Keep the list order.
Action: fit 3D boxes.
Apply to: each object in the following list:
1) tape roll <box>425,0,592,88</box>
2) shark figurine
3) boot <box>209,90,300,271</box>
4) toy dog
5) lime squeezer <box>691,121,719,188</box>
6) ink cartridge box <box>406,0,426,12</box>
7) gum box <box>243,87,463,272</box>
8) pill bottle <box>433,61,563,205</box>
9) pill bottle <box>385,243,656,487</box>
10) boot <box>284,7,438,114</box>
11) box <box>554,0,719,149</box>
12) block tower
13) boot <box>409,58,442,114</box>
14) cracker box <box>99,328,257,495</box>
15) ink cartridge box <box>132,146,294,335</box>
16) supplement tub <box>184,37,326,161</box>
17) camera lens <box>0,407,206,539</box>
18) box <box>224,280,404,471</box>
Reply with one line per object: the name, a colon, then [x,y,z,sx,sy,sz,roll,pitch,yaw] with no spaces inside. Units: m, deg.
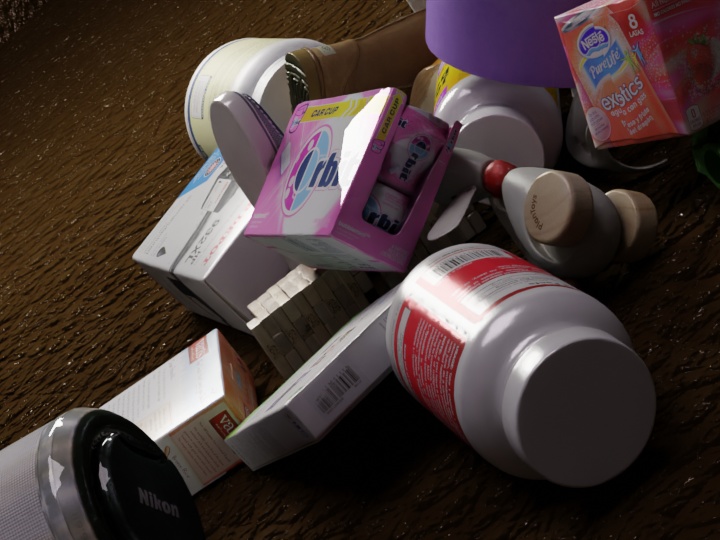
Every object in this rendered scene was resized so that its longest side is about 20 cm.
tape roll: [0.149,-0.215,1.409,0.198,0.086,0.200,1,27,-1]
shark figurine: [0.179,-0.134,1.419,0.128,0.090,0.215,-23,21,35]
boot: [-0.044,-0.078,1.488,0.090,0.201,0.073,-40,31,-20]
toy dog: [0.115,-0.024,1.268,0.200,0.131,0.097,-155,79,-73]
lime squeezer: [0.261,-0.079,1.250,0.070,0.038,0.200,3,30,10]
ink cartridge box: [0.101,-0.325,1.805,0.145,0.201,0.085,-26,22,25]
gum box: [-0.007,-0.064,1.343,0.200,0.066,0.114,3,70,68]
pill bottle: [0.109,-0.121,1.462,0.104,0.105,0.200,-30,17,15]
pill bottle: [0.094,0.056,1.082,0.112,0.113,0.200,-37,20,-6]
boot: [0.037,-0.149,1.674,0.199,0.176,0.066,-18,36,-20]
box: [0.246,-0.168,1.282,0.199,0.103,0.094,-26,11,-33]
block tower: [0.000,0.000,1.453,0.199,0.054,0.058,-37,19,-6]
boot: [0.130,-0.180,1.620,0.143,0.202,0.071,-9,45,-32]
cracker box: [-0.172,0.142,1.406,0.199,0.058,0.134,-34,20,6]
ink cartridge box: [-0.101,-0.032,1.612,0.145,0.084,0.200,-52,23,-11]
supplement tub: [-0.078,-0.155,1.798,0.145,0.145,0.200,-40,20,-14]
camera lens: [-0.210,0.195,1.195,0.199,0.160,0.160,-29,20,17]
box: [-0.014,0.070,1.258,0.144,0.036,0.200,-43,3,-19]
